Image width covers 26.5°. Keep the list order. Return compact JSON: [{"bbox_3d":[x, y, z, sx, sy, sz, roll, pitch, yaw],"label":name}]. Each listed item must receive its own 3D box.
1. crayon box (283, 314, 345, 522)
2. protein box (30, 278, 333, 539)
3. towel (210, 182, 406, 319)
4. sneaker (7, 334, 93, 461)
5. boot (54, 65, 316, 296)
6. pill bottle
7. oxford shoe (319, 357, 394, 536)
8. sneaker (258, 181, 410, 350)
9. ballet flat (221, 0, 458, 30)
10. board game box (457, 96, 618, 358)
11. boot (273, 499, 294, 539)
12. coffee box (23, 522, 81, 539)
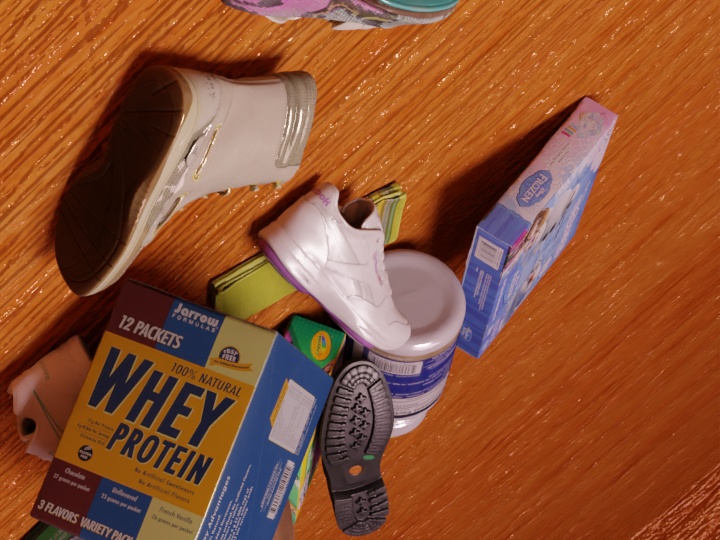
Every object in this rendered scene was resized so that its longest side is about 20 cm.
[{"bbox_3d":[-0.066,0.150,1.499,0.201,0.058,0.119,99,11,-56],"label":"crayon box"},{"bbox_3d":[-0.136,0.139,1.242,0.200,0.134,0.200,50,60,-71],"label":"protein box"},{"bbox_3d":[-0.046,-0.008,1.373,0.199,0.018,0.086,-29,153,-20],"label":"towel"},{"bbox_3d":[-0.246,0.130,1.287,0.080,0.071,0.201,-26,145,-14],"label":"sneaker"},{"bbox_3d":[-0.125,-0.065,1.108,0.154,0.072,0.200,-11,143,-50],"label":"boot"},{"bbox_3d":[0.035,0.078,1.515,0.115,0.116,0.200,-27,154,-22],"label":"pill bottle"},{"bbox_3d":[-0.012,0.158,1.485,0.072,0.085,0.201,-6,126,-14],"label":"oxford shoe"},{"bbox_3d":[0.000,0.000,1.328,0.100,0.075,0.200,-47,135,-1],"label":"sneaker"},{"bbox_3d":[-0.018,-0.194,1.047,0.199,0.070,0.071,-3,156,-46],"label":"ballet flat"},{"bbox_3d":[0.167,-0.040,1.506,0.199,0.043,0.201,-50,163,-30],"label":"board game box"},{"bbox_3d":[-0.150,0.205,1.429,0.145,0.070,0.201,-6,119,12],"label":"boot"},{"bbox_3d":[-0.265,0.284,1.543,0.123,0.044,0.200,-43,155,10],"label":"coffee box"}]
